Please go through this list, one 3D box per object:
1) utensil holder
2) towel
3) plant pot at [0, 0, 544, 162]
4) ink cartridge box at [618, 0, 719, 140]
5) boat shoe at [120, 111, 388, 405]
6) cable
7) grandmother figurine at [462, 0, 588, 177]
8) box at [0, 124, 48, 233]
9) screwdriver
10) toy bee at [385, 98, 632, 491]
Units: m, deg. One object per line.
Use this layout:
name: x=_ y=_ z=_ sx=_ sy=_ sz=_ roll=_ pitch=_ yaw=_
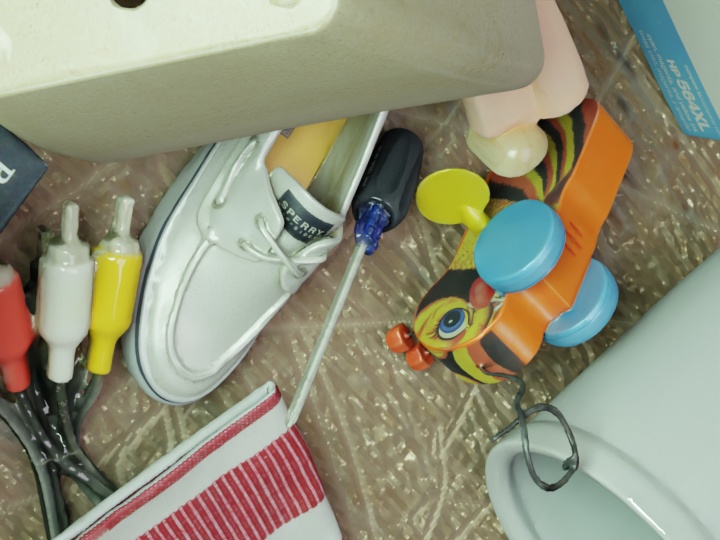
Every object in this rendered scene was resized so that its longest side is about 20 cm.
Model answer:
utensil holder: x=0.191 y=0.091 z=0.934 sx=0.200 sy=0.169 sz=0.171 roll=-41 pitch=120 yaw=-22
towel: x=-0.062 y=0.168 z=0.852 sx=0.144 sy=0.023 sz=0.201 roll=-36 pitch=128 yaw=-23
plant pot: x=-0.058 y=-0.143 z=0.638 sx=0.198 sy=0.177 sz=0.202 roll=-9 pitch=97 yaw=15
ink cartridge box: x=0.243 y=-0.140 z=0.894 sx=0.128 sy=0.199 sz=0.126 roll=-41 pitch=120 yaw=-18
boat shoe: x=-0.039 y=-0.027 z=0.811 sx=0.071 sy=0.070 sz=0.201 roll=33 pitch=85 yaw=-33
cable: x=-0.134 y=0.067 z=0.784 sx=0.096 sy=0.050 sz=0.202 roll=-13 pitch=108 yaw=-25
grandmother figurine: x=0.056 y=-0.137 z=0.787 sx=0.122 sy=0.060 sz=0.201 roll=-66 pitch=151 yaw=-27
box: x=-0.256 y=-0.028 z=0.643 sx=0.200 sy=0.117 sz=0.198 roll=42 pitch=77 yaw=-34
screwdriver: x=0.000 y=0.000 z=0.804 sx=0.201 sy=0.029 sz=0.028 roll=-74 pitch=156 yaw=-49
toy bee: x=0.062 y=0.006 z=0.881 sx=0.132 sy=0.108 sz=0.200 roll=61 pitch=42 yaw=-22
